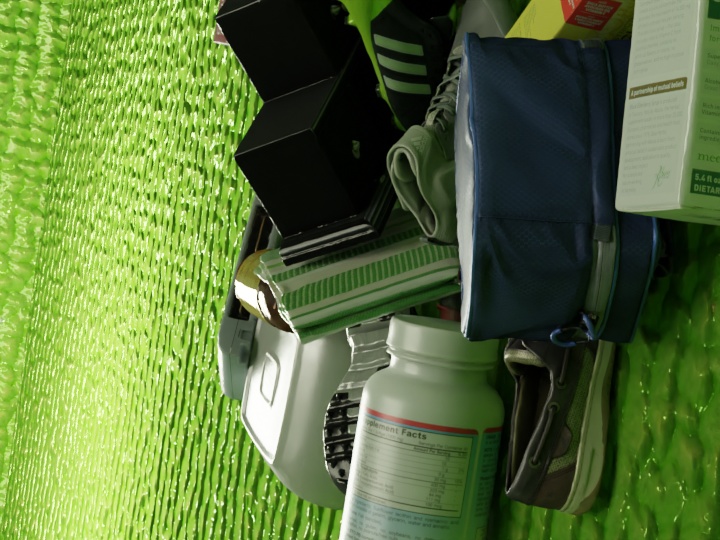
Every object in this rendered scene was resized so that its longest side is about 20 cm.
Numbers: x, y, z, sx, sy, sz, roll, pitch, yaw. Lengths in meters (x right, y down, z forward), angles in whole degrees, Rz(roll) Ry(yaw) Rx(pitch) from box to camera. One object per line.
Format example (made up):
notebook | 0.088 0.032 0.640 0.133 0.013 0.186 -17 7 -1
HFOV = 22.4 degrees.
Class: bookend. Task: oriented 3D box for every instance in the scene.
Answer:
bookend | -0.042 -0.148 1.448 0.092 0.201 0.199 -17 28 28

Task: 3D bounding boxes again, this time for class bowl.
bowl | -0.052 0.104 1.681 0.200 0.074 0.201 -135 54 -64

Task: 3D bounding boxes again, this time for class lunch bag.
lunch bag | 0.129 -0.046 1.139 0.136 0.131 0.201 91 178 -63

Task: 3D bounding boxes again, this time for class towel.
towel | 0.000 0.000 1.423 0.200 0.152 0.024 -127 19 -71

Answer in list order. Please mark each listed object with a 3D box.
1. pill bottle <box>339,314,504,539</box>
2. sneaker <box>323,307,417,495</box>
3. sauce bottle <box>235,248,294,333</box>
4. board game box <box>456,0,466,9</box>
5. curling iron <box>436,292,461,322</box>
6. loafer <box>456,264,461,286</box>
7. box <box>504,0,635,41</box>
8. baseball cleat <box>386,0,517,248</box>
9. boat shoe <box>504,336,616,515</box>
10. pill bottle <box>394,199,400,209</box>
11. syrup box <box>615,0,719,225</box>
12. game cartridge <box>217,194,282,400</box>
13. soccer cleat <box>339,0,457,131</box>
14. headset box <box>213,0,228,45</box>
pill bottle | 0.047 0.139 1.340 0.109 0.108 0.202 -161 79 -70
sneaker | 0.021 0.099 1.462 0.066 0.091 0.201 -12 52 27
sauce bottle | -0.059 0.021 1.555 0.200 0.066 0.067 -159 77 -71
board game box | 0.025 -0.329 1.459 0.097 0.159 0.201 -40 44 38
curling iron | 0.068 0.039 1.436 0.050 0.025 0.202 166 110 -66
loafer | 0.113 -0.076 1.297 0.072 0.063 0.202 -167 84 -70
box | 0.163 -0.178 1.179 0.200 0.075 0.050 128 143 -54
baseball cleat | 0.073 -0.118 1.359 0.070 0.106 0.202 -12 76 56
boat shoe | 0.128 0.060 1.206 0.072 0.064 0.202 154 121 -69
pill bottle | -0.035 -0.098 1.652 0.200 0.105 0.107 -111 34 -52
syrup box | 0.206 -0.129 1.034 0.081 0.078 0.202 -179 95 -70
game cartridge | -0.105 0.021 1.807 0.133 0.041 0.201 103 180 -64
soccer cleat | 0.047 -0.171 1.424 0.068 0.081 0.201 -78 -33 -45
headset box | -0.041 -0.228 1.651 0.200 0.148 0.076 -154 73 -68
